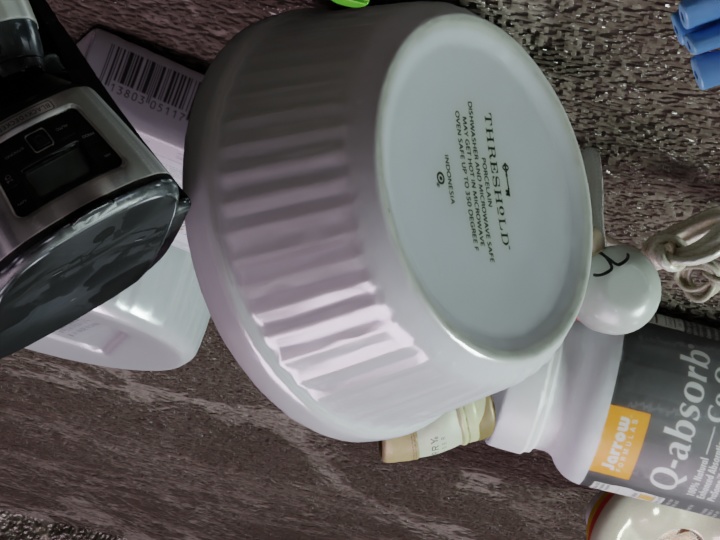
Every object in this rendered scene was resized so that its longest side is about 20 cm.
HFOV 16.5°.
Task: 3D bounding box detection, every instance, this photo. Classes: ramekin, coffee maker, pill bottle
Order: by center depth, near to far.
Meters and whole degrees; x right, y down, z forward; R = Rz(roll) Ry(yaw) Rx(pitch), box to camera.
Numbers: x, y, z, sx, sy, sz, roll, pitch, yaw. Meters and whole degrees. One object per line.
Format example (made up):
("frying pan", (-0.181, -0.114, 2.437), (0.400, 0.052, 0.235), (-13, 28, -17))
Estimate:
("coffee maker", (-0.168, -0.070, 1.061), (0.135, 0.200, 0.192), (-32, 172, 1))
("ramekin", (0.021, -0.028, 1.106), (0.094, 0.203, 0.202), (-14, 151, 39))
("pill bottle", (0.184, 0.085, 1.529), (0.200, 0.117, 0.116), (13, 166, -2))
("ramekin", (-0.178, -0.008, 1.537), (0.200, 0.098, 0.200), (12, 166, 3))

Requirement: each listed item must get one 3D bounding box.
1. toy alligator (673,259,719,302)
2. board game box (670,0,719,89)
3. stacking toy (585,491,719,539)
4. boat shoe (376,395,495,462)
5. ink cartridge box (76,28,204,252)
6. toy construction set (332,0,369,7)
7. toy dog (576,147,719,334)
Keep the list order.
("toy alligator", (0.256, -0.005, 1.255), (0.200, 0.059, 0.054), (1, -159, 41))
("board game box", (0.167, -0.044, 0.908), (0.026, 0.200, 0.200), (-18, 165, -4))
("stacking toy", (0.234, 0.218, 2.032), (0.146, 0.146, 0.200), (16, -178, -12))
("boat shoe", (0.000, 0.000, 1.227), (0.066, 0.200, 0.074), (-23, 168, -9))
("ink cartridge box", (-0.103, -0.061, 1.359), (0.162, 0.057, 0.200), (22, 169, -16))
("toy construction set", (-0.030, -0.155, 0.879), (0.131, 0.092, 0.200), (11, 176, 12))
("toy dog", (0.085, -0.020, 1.271), (0.200, 0.132, 0.096), (-13, 112, 52))
